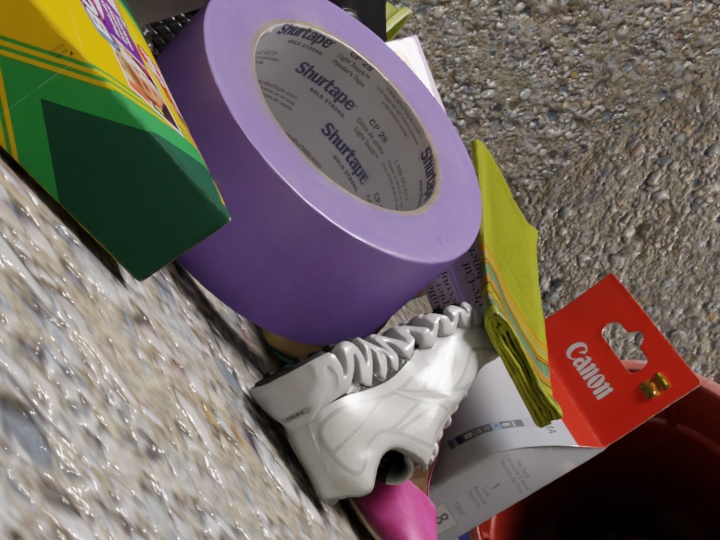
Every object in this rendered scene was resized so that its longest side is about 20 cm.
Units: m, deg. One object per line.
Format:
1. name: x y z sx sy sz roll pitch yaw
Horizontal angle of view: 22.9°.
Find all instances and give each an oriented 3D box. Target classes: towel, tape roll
1. towel: 0.092 0.002 1.069 0.200 0.018 0.086 -88 154 -56
2. tape roll: -0.032 -0.062 1.001 0.200 0.085 0.200 31 36 -25

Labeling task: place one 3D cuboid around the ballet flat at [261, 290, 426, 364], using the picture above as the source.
1. ballet flat: 0.000 0.000 1.112 0.068 0.063 0.200 24 25 17

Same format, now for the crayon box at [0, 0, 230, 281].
1. crayon box: -0.150 -0.116 0.807 0.173 0.058 0.200 52 6 -44

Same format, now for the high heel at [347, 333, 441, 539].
1. high heel: 0.035 0.096 1.014 0.067 0.096 0.200 54 5 -22

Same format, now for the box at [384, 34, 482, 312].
1. box: 0.045 -0.046 1.104 0.039 0.041 0.201 -23 -94 55

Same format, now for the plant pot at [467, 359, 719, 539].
1. plant pot: 0.174 0.194 1.162 0.201 0.200 0.195 59 -11 33

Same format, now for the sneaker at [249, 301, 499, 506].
1. sneaker: 0.020 0.070 0.963 0.200 0.075 0.081 -19 82 -54

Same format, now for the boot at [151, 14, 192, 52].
1. boot: -0.158 -0.207 1.360 0.200 0.070 0.132 59 -2 -21

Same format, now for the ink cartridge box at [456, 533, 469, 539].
1. ink cartridge box: 0.080 0.166 1.360 0.197 0.043 0.200 58 6 26

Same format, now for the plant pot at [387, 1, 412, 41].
1. plant pot: -0.087 -0.226 1.620 0.184 0.200 0.200 44 5 -2

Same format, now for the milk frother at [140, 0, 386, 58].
1. milk frother: -0.073 -0.108 1.216 0.181 0.199 0.189 -96 -178 -68

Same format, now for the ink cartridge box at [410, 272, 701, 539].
1. ink cartridge box: 0.090 0.072 1.102 0.047 0.200 0.160 56 3 -28

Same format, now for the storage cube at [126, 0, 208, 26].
1. storage cube: -0.132 -0.254 0.994 0.171 0.199 0.180 43 32 -73
